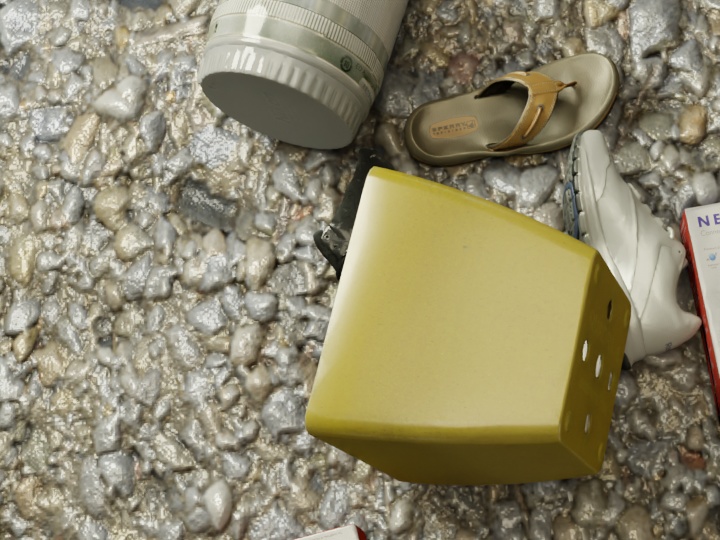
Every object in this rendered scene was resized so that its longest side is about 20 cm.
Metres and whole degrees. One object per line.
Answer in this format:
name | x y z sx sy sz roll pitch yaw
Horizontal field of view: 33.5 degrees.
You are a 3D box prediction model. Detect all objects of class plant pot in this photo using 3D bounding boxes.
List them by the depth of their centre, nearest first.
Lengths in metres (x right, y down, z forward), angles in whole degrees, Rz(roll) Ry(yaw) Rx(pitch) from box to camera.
plant pot | 0.096 0.060 0.898 0.174 0.200 0.203 8 74 27

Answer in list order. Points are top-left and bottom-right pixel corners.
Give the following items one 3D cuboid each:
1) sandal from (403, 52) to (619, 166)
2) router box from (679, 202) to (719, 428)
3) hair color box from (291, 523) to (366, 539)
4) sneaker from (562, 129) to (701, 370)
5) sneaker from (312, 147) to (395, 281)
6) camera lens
sandal | 0.132 -0.142 1.050 0.196 0.054 0.082 -13 72 6
router box | 0.371 0.026 0.960 0.196 0.049 0.183 -10 72 7
hair color box | -0.029 0.314 0.937 0.109 0.064 0.203 -14 70 4
sneaker | 0.221 -0.022 0.997 0.086 0.075 0.204 -14 80 0
sneaker | 0.000 -0.001 1.031 0.103 0.060 0.202 24 74 14
camera lens | -0.042 -0.229 1.051 0.157 0.160 0.203 15 76 14
